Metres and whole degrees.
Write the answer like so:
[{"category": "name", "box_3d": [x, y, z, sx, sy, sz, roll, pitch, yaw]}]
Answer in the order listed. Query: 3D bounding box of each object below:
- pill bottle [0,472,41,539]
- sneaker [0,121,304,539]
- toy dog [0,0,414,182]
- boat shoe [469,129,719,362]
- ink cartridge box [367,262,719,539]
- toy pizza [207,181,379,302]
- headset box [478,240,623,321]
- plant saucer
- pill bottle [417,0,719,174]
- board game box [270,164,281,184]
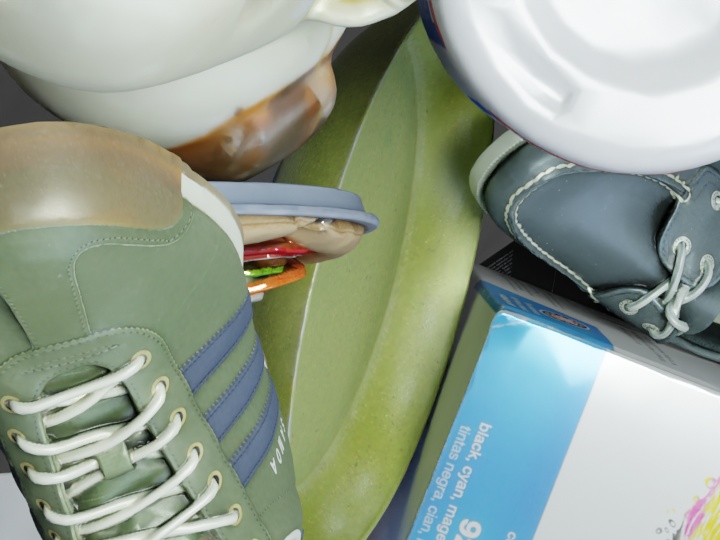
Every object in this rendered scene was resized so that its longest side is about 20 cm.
[{"category": "pill bottle", "box_3d": [-0.124, 0.152, 1.022, 0.112, 0.112, 0.200, -31, 157, -11]}, {"category": "sneaker", "box_3d": [-0.048, 0.043, 0.623, 0.067, 0.090, 0.200, -14, 157, 4]}, {"category": "toy dog", "box_3d": [-0.040, -0.086, 0.614, 0.194, 0.139, 0.200, -61, 178, -10]}, {"category": "boat shoe", "box_3d": [0.122, -0.006, 0.974, 0.200, 0.062, 0.073, 21, 126, -43]}, {"category": "ink cartridge box", "box_3d": [0.110, 0.104, 1.005, 0.147, 0.200, 0.145, -116, -133, -83]}, {"category": "toy pizza", "box_3d": [-0.094, 0.000, 0.724, 0.200, 0.032, 0.200, -3, 177, 0]}, {"category": "headset box", "box_3d": [0.063, 0.073, 1.181, 0.149, 0.077, 0.200, -34, 159, -3]}, {"category": "plant saucer", "box_3d": [0.000, 0.000, 0.885, 0.200, 0.031, 0.200, 15, 90, -74]}, {"category": "pill bottle", "box_3d": [0.071, -0.088, 0.757, 0.112, 0.112, 0.200, -37, -174, 3]}, {"category": "board game box", "box_3d": [-0.039, 0.083, 0.957, 0.151, 0.037, 0.200, 76, 32, -65]}]
